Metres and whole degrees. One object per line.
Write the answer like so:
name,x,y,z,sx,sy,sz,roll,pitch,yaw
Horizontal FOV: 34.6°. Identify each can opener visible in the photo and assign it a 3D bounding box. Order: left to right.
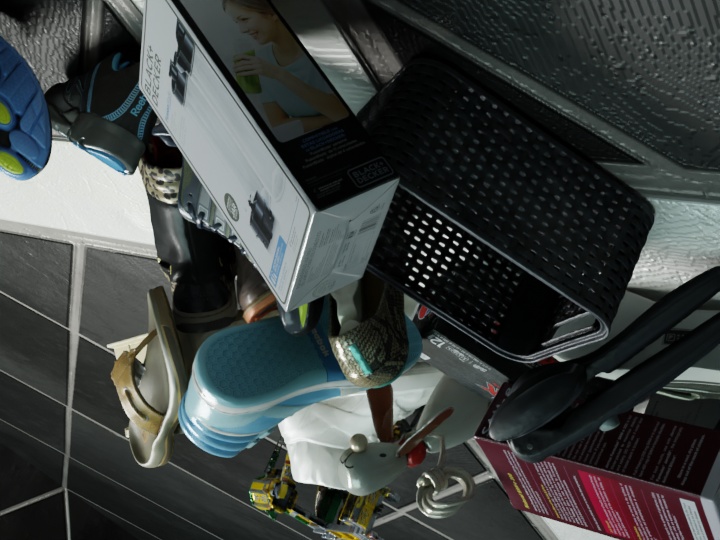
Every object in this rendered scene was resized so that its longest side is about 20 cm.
can opener,0.180,0.069,0.794,0.064,0.199,0.079,58,-169,-4

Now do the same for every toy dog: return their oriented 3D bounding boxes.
toy dog,0.069,0.117,1.021,0.131,0.200,0.097,6,121,36

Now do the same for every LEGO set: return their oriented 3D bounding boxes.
LEGO set,-0.015,0.203,1.251,0.116,0.200,0.154,-7,134,50

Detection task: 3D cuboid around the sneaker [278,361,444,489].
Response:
sneaker,0.014,0.160,1.164,0.199,0.116,0.074,-13,-179,22

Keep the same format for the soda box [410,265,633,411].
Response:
soda box,0.137,0.080,0.979,0.200,0.071,0.063,33,153,-14

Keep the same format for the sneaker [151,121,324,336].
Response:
sneaker,-0.085,-0.041,0.836,0.074,0.081,0.201,53,-167,-75

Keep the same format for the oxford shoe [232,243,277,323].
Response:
oxford shoe,-0.082,-0.013,0.938,0.073,0.071,0.200,54,-175,-13

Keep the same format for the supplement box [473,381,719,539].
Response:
supplement box,0.199,0.158,0.897,0.199,0.061,0.109,10,144,37

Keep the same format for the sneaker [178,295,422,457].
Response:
sneaker,-0.056,0.086,0.917,0.199,0.080,0.131,-7,152,-31

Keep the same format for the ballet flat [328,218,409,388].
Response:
ballet flat,0.000,0.000,0.861,0.068,0.200,0.075,-24,124,16

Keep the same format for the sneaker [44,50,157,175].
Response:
sneaker,-0.201,-0.131,0.925,0.073,0.082,0.200,33,177,-32

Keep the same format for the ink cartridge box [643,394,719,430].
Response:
ink cartridge box,0.340,0.173,0.935,0.199,0.084,0.145,0,143,48

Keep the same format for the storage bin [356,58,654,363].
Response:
storage bin,0.078,-0.035,0.781,0.199,0.094,0.135,32,157,-12

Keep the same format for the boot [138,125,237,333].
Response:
boot,-0.150,-0.055,0.993,0.073,0.200,0.151,-9,119,-4

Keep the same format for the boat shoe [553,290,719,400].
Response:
boat shoe,0.228,0.064,0.849,0.199,0.071,0.064,7,149,36

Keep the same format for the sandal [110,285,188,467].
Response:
sandal,-0.180,0.099,0.957,0.054,0.081,0.200,-7,140,-25

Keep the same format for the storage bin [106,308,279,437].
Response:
storage bin,-0.105,0.081,1.080,0.198,0.199,0.094,-15,90,58

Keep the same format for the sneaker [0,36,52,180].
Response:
sneaker,-0.297,-0.153,0.925,0.200,0.071,0.083,52,177,22

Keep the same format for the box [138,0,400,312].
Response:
box,-0.064,-0.089,0.719,0.200,0.060,0.117,56,153,20
